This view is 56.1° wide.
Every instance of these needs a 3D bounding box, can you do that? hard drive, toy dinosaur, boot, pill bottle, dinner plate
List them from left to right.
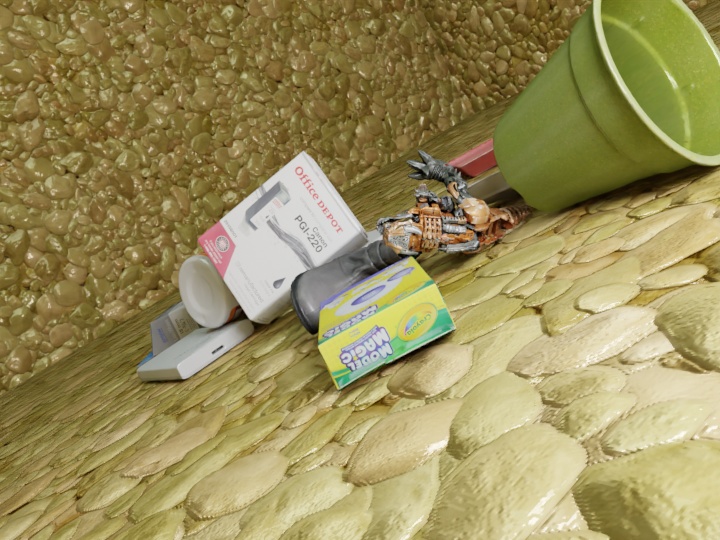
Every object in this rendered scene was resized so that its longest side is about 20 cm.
[{"bbox_3d":[-0.260,0.126,1.048,0.131,0.027,0.198,-35,12,-34],"label":"hard drive"},{"bbox_3d":[-0.185,0.006,1.096,0.113,0.117,0.199,-19,4,41],"label":"pill bottle"},{"bbox_3d":[0.000,0.000,0.825,0.130,0.071,0.200,-26,11,23],"label":"boot"},{"bbox_3d":[0.105,-0.054,0.765,0.104,0.197,0.136,-63,37,18],"label":"toy dinosaur"},{"bbox_3d":[0.207,-0.118,0.888,0.196,0.025,0.200,-20,-5,-2],"label":"dinner plate"}]

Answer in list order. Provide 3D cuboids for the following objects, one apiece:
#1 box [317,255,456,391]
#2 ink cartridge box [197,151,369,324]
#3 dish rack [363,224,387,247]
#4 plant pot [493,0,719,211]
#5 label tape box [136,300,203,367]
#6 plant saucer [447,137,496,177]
[{"bbox_3d":[0.018,0.044,0.627,0.115,0.049,0.200,-28,11,1],"label":"box"},{"bbox_3d":[-0.106,-0.044,0.955,0.199,0.147,0.085,-38,-11,1],"label":"ink cartridge box"},{"bbox_3d":[-0.014,-0.025,1.078,0.170,0.044,0.199,-35,10,-26],"label":"dish rack"},{"bbox_3d":[0.239,-0.154,0.686,0.199,0.202,0.189,-35,-1,-36],"label":"plant pot"},{"bbox_3d":[-0.352,0.098,1.333,0.197,0.064,0.144,-28,9,4],"label":"label tape box"},{"bbox_3d":[0.280,-0.249,1.405,0.197,0.037,0.200,-29,10,2],"label":"plant saucer"}]
